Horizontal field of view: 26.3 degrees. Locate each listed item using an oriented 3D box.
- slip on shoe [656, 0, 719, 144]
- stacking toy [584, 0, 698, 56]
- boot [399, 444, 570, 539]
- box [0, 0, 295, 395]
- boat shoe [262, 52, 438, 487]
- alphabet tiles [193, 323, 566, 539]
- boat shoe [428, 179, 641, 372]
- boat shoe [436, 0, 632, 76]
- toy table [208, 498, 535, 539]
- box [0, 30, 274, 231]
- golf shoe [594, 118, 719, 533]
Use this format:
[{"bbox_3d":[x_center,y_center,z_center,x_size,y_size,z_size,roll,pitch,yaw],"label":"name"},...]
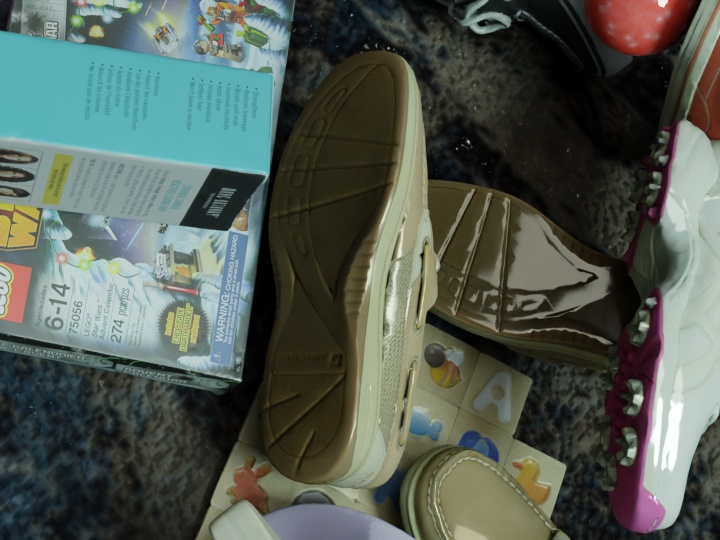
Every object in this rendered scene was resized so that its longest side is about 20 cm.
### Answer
[{"bbox_3d":[0.191,-0.085,0.782,0.061,0.200,0.074,25,80,13],"label":"slip on shoe"},{"bbox_3d":[0.152,-0.166,0.793,0.085,0.085,0.200,42,32,-6],"label":"stacking toy"},{"bbox_3d":[0.112,0.157,0.695,0.072,0.154,0.201,-37,95,-27],"label":"boot"},{"bbox_3d":[-0.111,-0.053,0.736,0.136,0.040,0.202,12,72,-17],"label":"box"},{"bbox_3d":[0.000,0.000,0.724,0.064,0.071,0.202,18,79,-52],"label":"boat shoe"},{"bbox_3d":[0.011,0.120,0.755,0.166,0.006,0.201,27,68,-12],"label":"alphabet tiles"},{"bbox_3d":[0.093,0.015,0.785,0.199,0.065,0.072,22,74,4],"label":"boat shoe"},{"bbox_3d":[0.066,-0.163,0.811,0.068,0.074,0.199,-42,123,7],"label":"boat shoe"},{"bbox_3d":[0.009,0.182,0.641,0.200,0.117,0.184,40,83,13],"label":"toy table"},{"bbox_3d":[-0.142,-0.063,0.661,0.198,0.082,0.050,7,72,-16],"label":"box"},{"bbox_3d":[0.163,0.027,0.712,0.091,0.075,0.201,15,69,-4],"label":"golf shoe"}]
